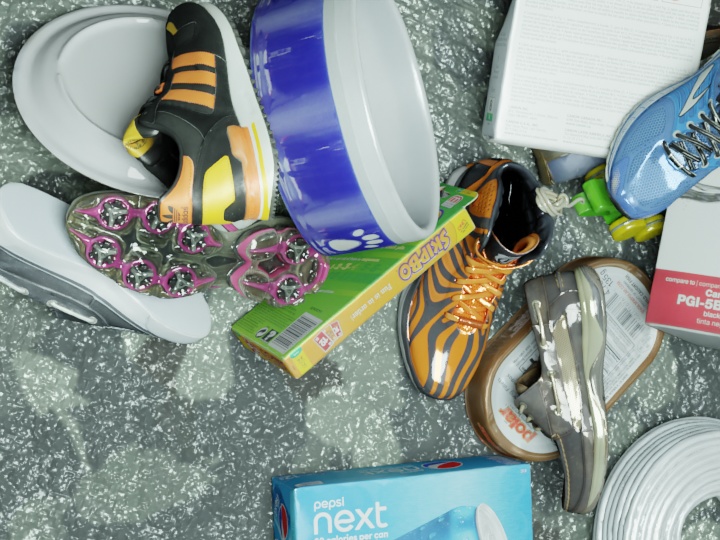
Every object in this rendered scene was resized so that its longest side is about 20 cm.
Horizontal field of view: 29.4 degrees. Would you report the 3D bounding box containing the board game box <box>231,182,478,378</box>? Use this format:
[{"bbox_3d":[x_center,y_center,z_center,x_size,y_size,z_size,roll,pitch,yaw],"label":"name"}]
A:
[{"bbox_3d":[0.000,0.000,1.058,0.200,0.095,0.030,-42,119,-14],"label":"board game box"}]

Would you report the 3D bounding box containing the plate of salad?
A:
[{"bbox_3d":[-0.150,-0.119,0.992,0.200,0.048,0.200,12,46,-13],"label":"plate of salad"}]

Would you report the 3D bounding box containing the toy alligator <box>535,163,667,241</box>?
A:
[{"bbox_3d":[0.212,-0.062,1.109,0.200,0.054,0.059,1,62,-53],"label":"toy alligator"}]

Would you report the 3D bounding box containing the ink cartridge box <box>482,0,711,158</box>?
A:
[{"bbox_3d":[0.191,-0.190,1.084,0.161,0.050,0.200,7,96,-12],"label":"ink cartridge box"}]

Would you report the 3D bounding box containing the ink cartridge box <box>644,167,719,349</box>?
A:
[{"bbox_3d":[0.317,-0.037,1.147,0.147,0.083,0.200,17,83,-56],"label":"ink cartridge box"}]

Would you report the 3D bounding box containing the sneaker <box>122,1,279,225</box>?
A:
[{"bbox_3d":[-0.119,-0.109,0.915,0.090,0.070,0.200,-10,51,-18],"label":"sneaker"}]

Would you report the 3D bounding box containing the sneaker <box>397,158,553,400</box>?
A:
[{"bbox_3d":[0.090,0.006,1.082,0.077,0.112,0.200,12,86,-19],"label":"sneaker"}]

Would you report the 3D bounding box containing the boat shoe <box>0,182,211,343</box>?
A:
[{"bbox_3d":[-0.200,0.008,1.001,0.200,0.068,0.072,29,40,-38],"label":"boat shoe"}]

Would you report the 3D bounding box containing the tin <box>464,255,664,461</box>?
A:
[{"bbox_3d":[0.174,0.073,1.154,0.200,0.042,0.112,-45,100,-14],"label":"tin"}]

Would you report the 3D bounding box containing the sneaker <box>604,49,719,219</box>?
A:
[{"bbox_3d":[0.266,-0.117,1.037,0.079,0.089,0.200,42,97,-10],"label":"sneaker"}]

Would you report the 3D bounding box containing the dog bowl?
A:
[{"bbox_3d":[-0.007,-0.113,0.998,0.079,0.200,0.201,-12,95,16],"label":"dog bowl"}]

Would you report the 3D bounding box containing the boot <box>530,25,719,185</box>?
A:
[{"bbox_3d":[0.222,-0.143,1.159,0.200,0.075,0.097,-18,106,-9],"label":"boot"}]

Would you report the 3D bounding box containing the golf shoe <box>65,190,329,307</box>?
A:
[{"bbox_3d":[-0.126,-0.022,1.006,0.200,0.092,0.073,12,105,-32],"label":"golf shoe"}]

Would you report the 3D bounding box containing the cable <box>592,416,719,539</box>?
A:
[{"bbox_3d":[0.293,0.227,1.179,0.200,0.069,0.200,0,90,-20],"label":"cable"}]

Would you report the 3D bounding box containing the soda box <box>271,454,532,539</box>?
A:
[{"bbox_3d":[0.034,0.191,1.088,0.200,0.064,0.068,-3,91,-19],"label":"soda box"}]

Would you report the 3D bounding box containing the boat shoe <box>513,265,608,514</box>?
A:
[{"bbox_3d":[0.159,0.095,1.102,0.073,0.074,0.200,-1,96,6],"label":"boat shoe"}]
